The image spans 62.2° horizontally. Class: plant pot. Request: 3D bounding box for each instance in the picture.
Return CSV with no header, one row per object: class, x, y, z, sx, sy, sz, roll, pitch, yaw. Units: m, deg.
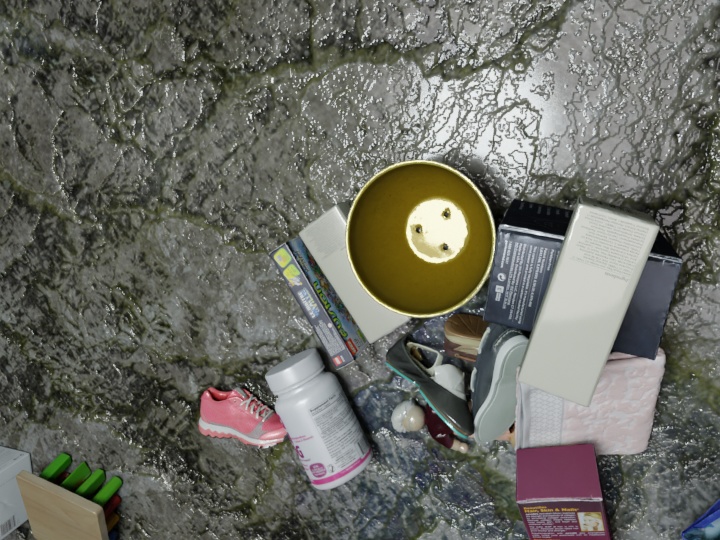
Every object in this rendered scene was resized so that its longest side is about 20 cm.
plant pot,0.095,-0.050,0.826,0.197,0.142,0.203,3,101,18

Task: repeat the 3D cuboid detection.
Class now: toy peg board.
toy peg board,-0.579,0.490,1.234,0.197,0.098,0.201,17,123,15

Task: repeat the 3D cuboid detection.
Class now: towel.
towel,0.306,0.191,0.811,0.188,0.032,0.202,-8,129,5

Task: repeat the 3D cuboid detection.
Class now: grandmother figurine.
grandmother figurine,0.144,0.229,0.927,0.197,0.060,0.123,-3,93,17

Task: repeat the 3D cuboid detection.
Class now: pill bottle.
pill bottle,-0.070,0.238,0.972,0.112,0.113,0.202,-25,94,22

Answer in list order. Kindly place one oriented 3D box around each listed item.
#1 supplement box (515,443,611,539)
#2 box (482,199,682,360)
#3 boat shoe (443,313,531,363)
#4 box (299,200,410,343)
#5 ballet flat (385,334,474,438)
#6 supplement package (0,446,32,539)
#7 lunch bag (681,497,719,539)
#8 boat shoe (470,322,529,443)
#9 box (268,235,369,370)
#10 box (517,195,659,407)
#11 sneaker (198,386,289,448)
supplement box,0.293,0.344,0.846,0.109,0.086,0.202,-10,125,20
box,0.269,-0.001,0.750,0.194,0.200,0.126,11,108,16
boat shoe,0.217,0.124,0.875,0.197,0.072,0.073,12,124,13
box,0.000,0.000,0.906,0.082,0.068,0.201,-31,92,23
ballet flat,0.106,0.157,0.875,0.069,0.068,0.200,-56,44,5
supplement package,-0.832,0.475,1.272,0.197,0.152,0.153,6,106,17
lunch bag,0.552,0.391,0.787,0.198,0.127,0.172,-26,94,13
boat shoe,0.188,0.155,0.830,0.075,0.061,0.202,-5,125,-23
box,-0.055,0.042,0.921,0.034,0.110,0.202,-29,93,22
box,0.233,0.031,0.624,0.081,0.068,0.203,20,110,14
sneaker,-0.200,0.250,1.042,0.197,0.074,0.088,3,103,19
